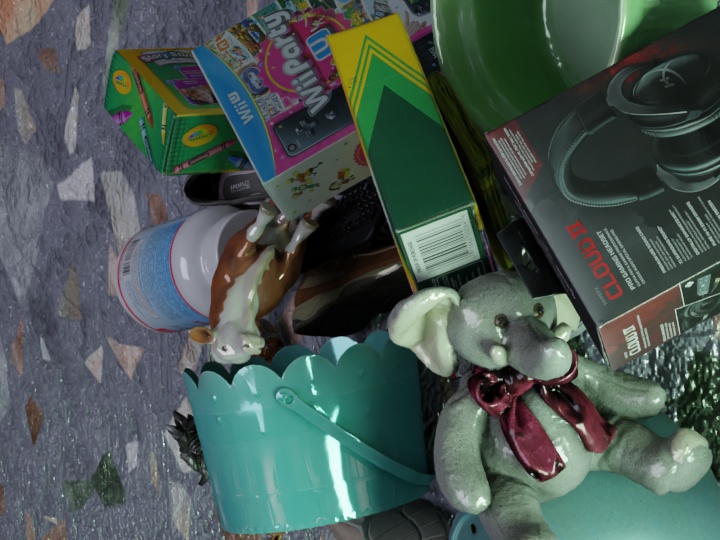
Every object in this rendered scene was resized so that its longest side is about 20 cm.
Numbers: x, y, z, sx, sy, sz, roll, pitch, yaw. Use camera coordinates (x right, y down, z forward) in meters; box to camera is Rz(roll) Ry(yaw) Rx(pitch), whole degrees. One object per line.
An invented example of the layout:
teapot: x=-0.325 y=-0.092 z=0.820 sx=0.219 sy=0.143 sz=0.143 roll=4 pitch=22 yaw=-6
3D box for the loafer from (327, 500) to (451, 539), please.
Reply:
loafer: x=0.025 y=0.231 z=1.372 sx=0.200 sy=0.072 sz=0.063 roll=23 pitch=131 yaw=60

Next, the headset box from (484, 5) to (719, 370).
headset box: x=0.180 y=-0.048 z=0.959 sx=0.149 sy=0.200 sz=0.077 roll=63 pitch=-178 yaw=28

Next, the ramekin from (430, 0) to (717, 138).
ramekin: x=0.143 y=-0.181 z=1.077 sx=0.200 sy=0.097 sz=0.201 roll=15 pitch=108 yaw=55

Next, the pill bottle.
pill bottle: x=-0.149 y=-0.002 z=1.542 sx=0.200 sy=0.108 sz=0.109 roll=-12 pitch=85 yaw=57

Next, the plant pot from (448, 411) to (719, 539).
plant pot: x=0.141 y=0.197 z=1.118 sx=0.200 sy=0.134 sz=0.201 roll=16 pitch=109 yaw=54

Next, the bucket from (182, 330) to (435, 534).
bucket: x=-0.038 y=0.129 z=1.320 sx=0.207 sy=0.207 sz=0.135 roll=-9 pitch=92 yaw=57

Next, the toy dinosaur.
toy dinosaur: x=-0.102 y=0.152 z=1.524 sx=0.135 sy=0.102 sz=0.201 roll=-15 pitch=61 yaw=40

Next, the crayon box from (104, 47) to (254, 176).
crayon box: x=-0.100 y=-0.138 z=1.360 sx=0.119 sy=0.199 sz=0.058 roll=46 pitch=132 yaw=43

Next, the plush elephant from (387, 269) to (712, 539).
plush elephant: x=0.108 y=0.068 z=1.029 sx=0.200 sy=0.164 sz=0.155 roll=47 pitch=157 yaw=53

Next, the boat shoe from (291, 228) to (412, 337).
boat shoe: x=0.000 y=0.000 z=1.352 sx=0.200 sy=0.075 sz=0.074 roll=-26 pitch=61 yaw=53

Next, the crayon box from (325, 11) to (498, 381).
crayon box: x=0.043 y=-0.048 z=1.112 sx=0.200 sy=0.058 sz=0.173 roll=68 pitch=-178 yaw=-56

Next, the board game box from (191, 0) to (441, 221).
board game box: x=-0.008 y=-0.152 z=1.229 sx=0.148 sy=0.200 sz=0.064 roll=60 pitch=-178 yaw=30

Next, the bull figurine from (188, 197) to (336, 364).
bull figurine: x=-0.076 y=-0.007 z=1.286 sx=0.122 sy=0.065 sz=0.200 roll=-57 pitch=8 yaw=23

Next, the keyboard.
keyboard: x=-0.030 y=-0.050 z=1.366 sx=0.200 sy=0.040 sz=0.104 roll=-24 pitch=32 yaw=55

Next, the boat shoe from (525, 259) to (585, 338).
boat shoe: x=0.161 y=-0.008 z=1.120 sx=0.200 sy=0.056 sz=0.069 roll=-55 pitch=52 yaw=46

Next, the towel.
towel: x=0.088 y=-0.057 z=1.156 sx=0.200 sy=0.018 sz=0.086 roll=64 pitch=-179 yaw=-59

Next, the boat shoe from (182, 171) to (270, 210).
boat shoe: x=-0.100 y=-0.088 z=1.498 sx=0.200 sy=0.057 sz=0.067 roll=-16 pitch=82 yaw=56
